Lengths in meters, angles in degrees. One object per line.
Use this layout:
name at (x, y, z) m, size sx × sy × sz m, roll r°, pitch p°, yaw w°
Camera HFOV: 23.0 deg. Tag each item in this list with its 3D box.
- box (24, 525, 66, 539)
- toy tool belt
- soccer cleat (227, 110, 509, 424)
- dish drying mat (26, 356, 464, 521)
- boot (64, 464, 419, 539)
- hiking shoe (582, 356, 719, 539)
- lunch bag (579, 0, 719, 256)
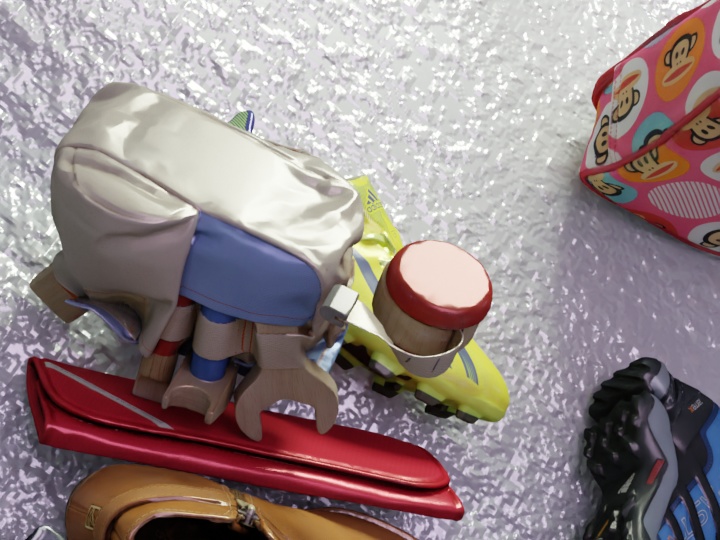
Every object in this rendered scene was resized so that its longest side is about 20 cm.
box at (-0.095, 0.213, 0.683) m, size 0.200 × 0.148 × 0.107 m, roll 40°, pitch 59°, yaw -7°
toy tool belt at (-0.049, 0.011, 0.777) m, size 0.199 × 0.123 × 0.125 m, roll 25°, pitch 42°, yaw 4°
soccer cleat at (0.000, 0.000, 0.856) m, size 0.199 × 0.065 × 0.084 m, roll 36°, pitch 76°, yaw -7°
dish drying mat at (-0.052, 0.076, 0.806) m, size 0.198 × 0.077 × 0.018 m, roll 13°, pitch 103°, yaw -21°
boot at (-0.026, 0.128, 0.738) m, size 0.199 × 0.155 × 0.077 m, roll 26°, pitch 80°, yaw -15°
hiking shoe at (0.152, 0.142, 0.876) m, size 0.086 × 0.074 × 0.201 m, roll 23°, pitch 62°, yaw -16°
lunch bag at (0.230, -0.070, 0.924) m, size 0.175 × 0.200 × 0.083 m, roll 23°, pitch 64°, yaw -20°
